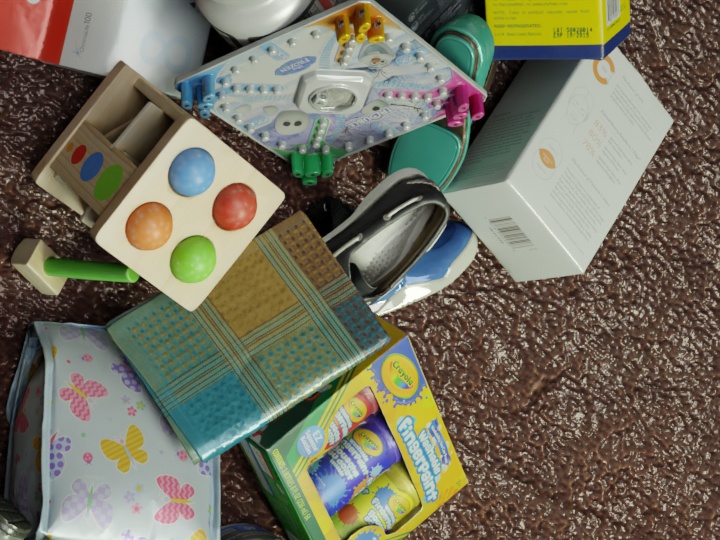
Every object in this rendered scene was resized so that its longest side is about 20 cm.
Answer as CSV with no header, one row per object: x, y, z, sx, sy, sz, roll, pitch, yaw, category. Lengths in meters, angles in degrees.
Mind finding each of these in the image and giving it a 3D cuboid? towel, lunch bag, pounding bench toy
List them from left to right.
-0.210,0.149,1.650,0.168,0.127,0.202,9,68,-27,lunch bag
-0.187,-0.038,1.604,0.200,0.156,0.124,-51,130,1,pounding bench toy
-0.094,0.055,1.633,0.199,0.022,0.147,-31,75,-14,towel

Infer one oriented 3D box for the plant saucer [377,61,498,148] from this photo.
0.038,-0.213,1.788,0.198,0.029,0.202,-4,98,-26,plant saucer

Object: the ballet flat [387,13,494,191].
0.079,-0.146,1.745,0.070,0.067,0.201,-49,163,-48,ballet flat

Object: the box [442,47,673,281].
0.185,-0.107,1.810,0.125,0.097,0.201,48,59,-23,box

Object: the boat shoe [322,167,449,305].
0.000,0.000,1.690,0.200,0.060,0.074,-44,125,2,boat shoe

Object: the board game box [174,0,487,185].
-0.023,-0.145,1.647,0.200,0.199,0.026,31,47,-50,board game box

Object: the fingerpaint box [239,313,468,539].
-0.007,0.164,1.751,0.166,0.073,0.201,-38,131,-19,fingerpaint box

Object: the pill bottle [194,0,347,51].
-0.076,-0.237,1.623,0.117,0.115,0.200,-63,161,-7,pill bottle

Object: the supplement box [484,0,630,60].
0.173,-0.295,1.720,0.109,0.108,0.202,-42,131,-62,supplement box

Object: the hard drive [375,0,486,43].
0.054,-0.252,1.695,0.140,0.033,0.200,-47,150,-15,hard drive

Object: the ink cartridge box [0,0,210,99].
-0.217,-0.246,1.642,0.198,0.047,0.162,13,91,-30,ink cartridge box

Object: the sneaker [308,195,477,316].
0.012,-0.024,1.769,0.199,0.077,0.112,-26,117,-15,sneaker

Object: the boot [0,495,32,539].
-0.365,0.217,1.563,0.132,0.199,0.068,-64,154,-7,boot

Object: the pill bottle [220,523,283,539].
-0.074,0.297,1.695,0.113,0.200,0.115,-3,98,-27,pill bottle
